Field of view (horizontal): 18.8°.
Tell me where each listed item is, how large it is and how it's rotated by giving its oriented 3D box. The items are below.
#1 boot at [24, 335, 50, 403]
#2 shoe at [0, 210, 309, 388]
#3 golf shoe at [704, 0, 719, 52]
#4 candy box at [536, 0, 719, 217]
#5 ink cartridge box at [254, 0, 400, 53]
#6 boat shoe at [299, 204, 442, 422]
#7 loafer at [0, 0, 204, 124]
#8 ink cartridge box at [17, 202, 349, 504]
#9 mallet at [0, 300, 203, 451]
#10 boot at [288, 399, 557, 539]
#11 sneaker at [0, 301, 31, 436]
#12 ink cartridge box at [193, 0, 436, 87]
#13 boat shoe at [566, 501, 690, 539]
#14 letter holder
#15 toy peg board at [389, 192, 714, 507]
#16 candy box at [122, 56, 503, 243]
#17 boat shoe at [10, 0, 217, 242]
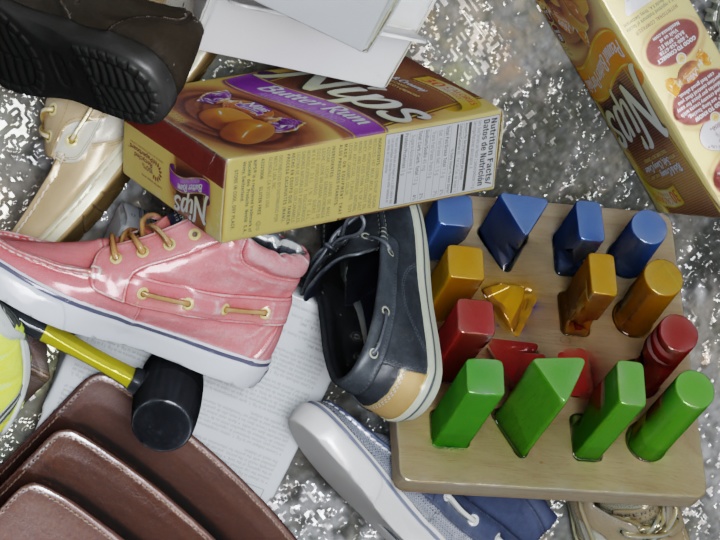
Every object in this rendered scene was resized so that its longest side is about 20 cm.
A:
[{"bbox_3d":[-0.264,-0.013,1.300,0.199,0.064,0.188,23,92,-15],"label":"boot"},{"bbox_3d":[-0.129,-0.006,1.268,0.199,0.072,0.092,21,102,-22],"label":"shoe"},{"bbox_3d":[0.288,-0.214,1.427,0.096,0.078,0.202,6,98,-31],"label":"golf shoe"},{"bbox_3d":[0.180,-0.132,1.372,0.055,0.115,0.201,-33,100,-9],"label":"candy box"},{"bbox_3d":[-0.019,-0.236,1.160,0.143,0.084,0.201,25,55,-5],"label":"ink cartridge box"},{"bbox_3d":[0.000,0.000,1.310,0.062,0.201,0.075,19,133,-32],"label":"boat shoe"},{"bbox_3d":[-0.168,-0.142,1.272,0.071,0.199,0.073,-45,143,-30],"label":"loafer"},{"bbox_3d":[-0.115,0.079,1.359,0.161,0.057,0.201,22,108,-14],"label":"ink cartridge box"},{"bbox_3d":[-0.179,0.035,1.291,0.199,0.066,0.041,33,115,-5],"label":"mallet"},{"bbox_3d":[0.040,0.126,1.370,0.090,0.073,0.200,-49,122,-13],"label":"boot"},{"bbox_3d":[-0.245,0.101,1.259,0.075,0.077,0.201,21,119,-5],"label":"sneaker"},{"bbox_3d":[-0.024,-0.211,1.270,0.127,0.125,0.202,10,60,-14],"label":"ink cartridge box"},{"bbox_3d":[0.173,0.155,1.414,0.072,0.065,0.201,-28,99,-11],"label":"boat shoe"},{"bbox_3d":[-0.129,0.179,1.307,0.142,0.101,0.200,-45,104,6],"label":"letter holder"},{"bbox_3d":[0.122,0.030,1.333,0.198,0.098,0.201,5,62,-14],"label":"toy peg board"},{"bbox_3d":[-0.028,-0.077,1.289,0.199,0.116,0.057,-11,119,-35],"label":"candy box"},{"bbox_3d":[-0.161,-0.090,1.320,0.069,0.074,0.201,36,84,-1],"label":"boat shoe"}]
